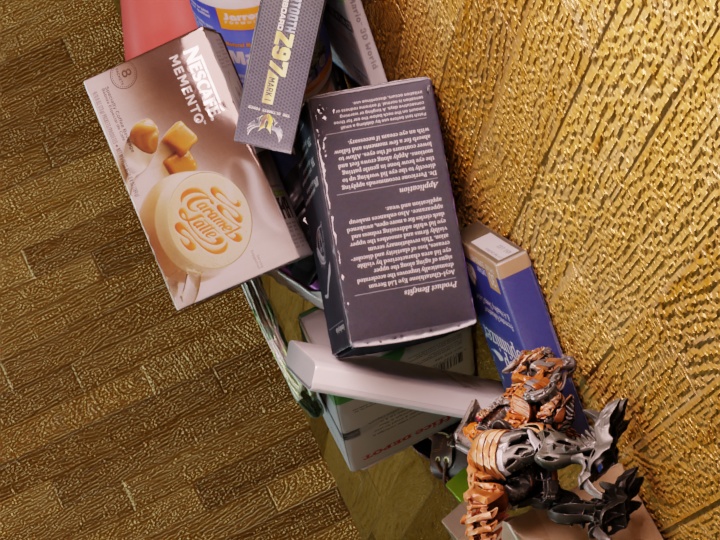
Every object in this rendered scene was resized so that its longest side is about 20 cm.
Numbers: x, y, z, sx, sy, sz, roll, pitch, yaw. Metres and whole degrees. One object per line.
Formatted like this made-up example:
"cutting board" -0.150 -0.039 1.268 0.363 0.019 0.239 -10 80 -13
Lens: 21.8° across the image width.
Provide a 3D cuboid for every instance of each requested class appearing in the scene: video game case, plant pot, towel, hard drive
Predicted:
"video game case" -0.030 -0.258 1.623 0.143 0.018 0.201 -129 17 -62
"plant pot" -0.169 -0.243 1.998 0.200 0.198 0.179 112 142 -78
"towel" -0.085 0.037 1.738 0.201 0.023 0.153 64 179 11
"hard drive" 0.043 0.098 1.596 0.132 0.198 0.027 -152 74 -77

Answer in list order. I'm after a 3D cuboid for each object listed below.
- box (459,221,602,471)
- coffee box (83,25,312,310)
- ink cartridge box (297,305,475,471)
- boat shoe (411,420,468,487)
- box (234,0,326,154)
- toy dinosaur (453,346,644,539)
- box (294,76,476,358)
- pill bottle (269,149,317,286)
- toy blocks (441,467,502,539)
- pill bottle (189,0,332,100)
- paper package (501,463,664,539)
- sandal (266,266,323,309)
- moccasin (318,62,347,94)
"box" 0.131 0.068 1.468 0.202 0.032 0.121 68 171 -16
"coffee box" -0.131 -0.083 1.528 0.080 0.113 0.202 -26 -86 -81
"ink cartridge box" 0.028 0.091 1.771 0.084 0.145 0.201 60 170 28
"boat shoe" 0.101 0.187 1.853 0.200 0.070 0.071 -146 33 -72
"box" -0.056 -0.192 1.454 0.200 0.050 0.159 -90 14 -73
"toy dinosaur" 0.124 0.140 1.328 0.102 0.134 0.202 52 -131 -56
"box" 0.015 -0.038 1.502 0.148 0.103 0.202 147 113 -82
"pill bottle" -0.099 -0.079 1.623 0.199 0.112 0.112 36 169 3
"toy blocks" 0.154 0.293 1.757 0.200 0.100 0.137 47 173 29
"pill bottle" -0.093 -0.241 1.613 0.112 0.111 0.201 59 170 39
"paper package" 0.193 0.277 1.416 0.201 0.103 0.191 61 170 24
"sandal" -0.003 0.006 1.671 0.201 0.083 0.050 18 148 13
"moccasin" -0.061 -0.190 1.753 0.074 0.077 0.203 -74 -38 -78
